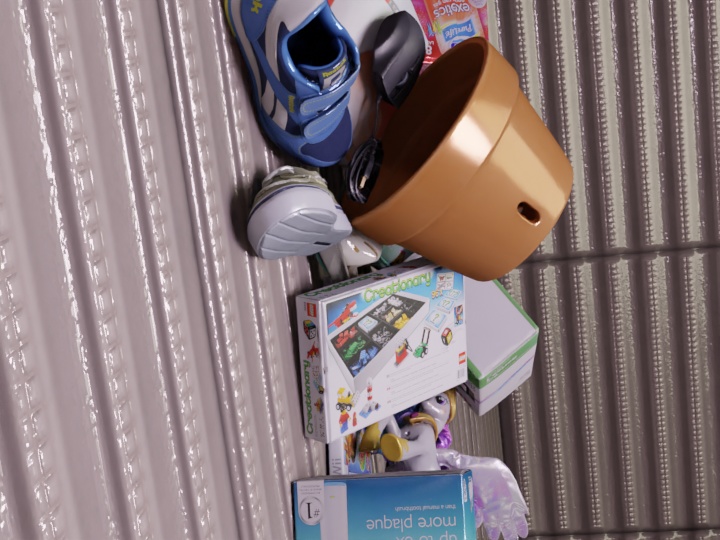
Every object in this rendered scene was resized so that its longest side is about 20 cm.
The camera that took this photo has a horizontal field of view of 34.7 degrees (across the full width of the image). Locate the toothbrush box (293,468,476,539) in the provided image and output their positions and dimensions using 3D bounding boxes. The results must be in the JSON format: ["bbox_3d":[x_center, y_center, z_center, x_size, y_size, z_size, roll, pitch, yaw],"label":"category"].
[{"bbox_3d":[0.025,0.272,0.959,0.085,0.144,0.204,27,60,-77],"label":"toothbrush box"}]

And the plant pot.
[{"bbox_3d":[0.095,-0.085,1.033,0.139,0.200,0.201,37,32,-19],"label":"plant pot"}]

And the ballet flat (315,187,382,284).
[{"bbox_3d":[0.000,0.000,1.086,0.068,0.063,0.203,-58,135,-57],"label":"ballet flat"}]

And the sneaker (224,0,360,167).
[{"bbox_3d":[-0.040,-0.148,0.904,0.074,0.082,0.201,-49,144,-19],"label":"sneaker"}]

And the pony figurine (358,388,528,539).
[{"bbox_3d":[0.070,0.213,1.190,0.200,0.164,0.196,-31,110,-61],"label":"pony figurine"}]

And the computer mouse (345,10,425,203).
[{"bbox_3d":[0.025,-0.144,1.001,0.059,0.033,0.203,59,40,-55],"label":"computer mouse"}]

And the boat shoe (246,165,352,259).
[{"bbox_3d":[-0.055,-0.050,0.917,0.063,0.071,0.200,61,5,6],"label":"boat shoe"}]

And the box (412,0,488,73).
[{"bbox_3d":[0.065,-0.245,1.311,0.200,0.094,0.101,151,-62,-69],"label":"box"}]

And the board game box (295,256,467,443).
[{"bbox_3d":[0.025,0.065,1.050,0.198,0.034,0.128,-16,108,-45],"label":"board game box"}]

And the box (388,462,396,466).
[{"bbox_3d":[0.067,0.316,1.436,0.201,0.047,0.195,-78,158,-54],"label":"box"}]

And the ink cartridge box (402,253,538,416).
[{"bbox_3d":[0.112,0.061,1.238,0.145,0.084,0.200,50,-7,17],"label":"ink cartridge box"}]

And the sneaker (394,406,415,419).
[{"bbox_3d":[0.039,0.107,1.328,0.202,0.069,0.079,83,5,-46],"label":"sneaker"}]

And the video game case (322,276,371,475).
[{"bbox_3d":[-0.012,0.119,1.162,0.143,0.018,0.204,47,39,-74],"label":"video game case"}]

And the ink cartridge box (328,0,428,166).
[{"bbox_3d":[-0.012,-0.218,1.019,0.164,0.049,0.201,-64,148,-27],"label":"ink cartridge box"}]

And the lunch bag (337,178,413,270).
[{"bbox_3d":[0.049,-0.077,1.224,0.162,0.076,0.200,-62,158,-3],"label":"lunch bag"}]
